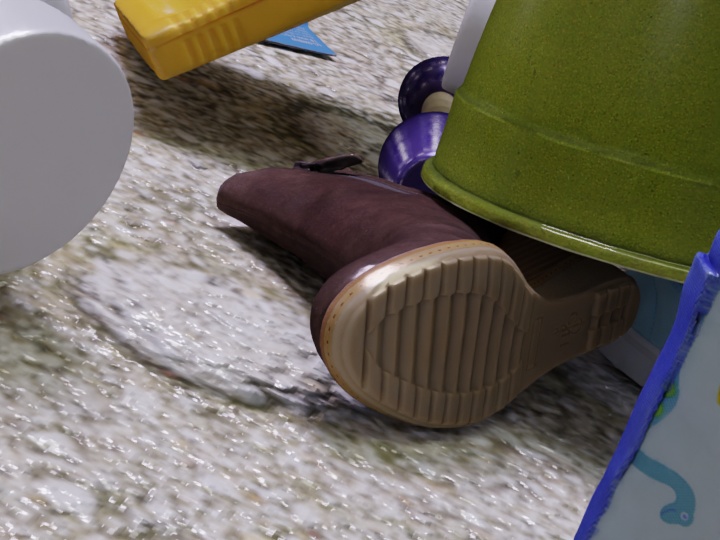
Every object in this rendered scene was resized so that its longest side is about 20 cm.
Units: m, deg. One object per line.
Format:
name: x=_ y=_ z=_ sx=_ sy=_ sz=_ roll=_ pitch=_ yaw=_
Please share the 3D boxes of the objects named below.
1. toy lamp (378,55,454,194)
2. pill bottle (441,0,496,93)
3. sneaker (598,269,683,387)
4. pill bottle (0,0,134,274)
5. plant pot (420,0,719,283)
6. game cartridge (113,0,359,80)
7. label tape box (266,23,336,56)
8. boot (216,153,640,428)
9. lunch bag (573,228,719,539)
toy lamp: x=0.040 y=-0.066 z=0.981 sx=0.058 sy=0.058 sz=0.200 roll=23 pitch=16 yaw=-2
pill bottle: x=0.147 y=-0.093 z=0.938 sx=0.199 sy=0.113 sz=0.112 roll=21 pitch=18 yaw=3
sneaker: x=0.195 y=0.045 z=0.818 sx=0.200 sy=0.082 sz=0.074 roll=31 pitch=21 yaw=22
pill bottle: x=-0.172 y=-0.085 z=0.670 sx=0.119 sy=0.120 sz=0.200 roll=2 pitch=28 yaw=-48
plant pot: x=0.144 y=-0.109 z=0.782 sx=0.200 sy=0.194 sz=0.200 roll=13 pitch=12 yaw=-3
game cartridge: x=-0.026 y=-0.159 z=0.969 sx=0.199 sy=0.033 sz=0.176 roll=-23 pitch=18 yaw=-7
label tape box: x=-0.107 y=-0.214 z=1.193 sx=0.144 sy=0.063 sz=0.200 roll=7 pitch=24 yaw=-39
boot: x=0.000 y=0.000 z=0.766 sx=0.166 sy=0.073 sz=0.200 roll=21 pitch=15 yaw=34
lunch bag: x=0.161 y=0.083 z=0.530 sx=0.199 sy=0.171 sz=0.128 roll=19 pitch=19 yaw=-9
